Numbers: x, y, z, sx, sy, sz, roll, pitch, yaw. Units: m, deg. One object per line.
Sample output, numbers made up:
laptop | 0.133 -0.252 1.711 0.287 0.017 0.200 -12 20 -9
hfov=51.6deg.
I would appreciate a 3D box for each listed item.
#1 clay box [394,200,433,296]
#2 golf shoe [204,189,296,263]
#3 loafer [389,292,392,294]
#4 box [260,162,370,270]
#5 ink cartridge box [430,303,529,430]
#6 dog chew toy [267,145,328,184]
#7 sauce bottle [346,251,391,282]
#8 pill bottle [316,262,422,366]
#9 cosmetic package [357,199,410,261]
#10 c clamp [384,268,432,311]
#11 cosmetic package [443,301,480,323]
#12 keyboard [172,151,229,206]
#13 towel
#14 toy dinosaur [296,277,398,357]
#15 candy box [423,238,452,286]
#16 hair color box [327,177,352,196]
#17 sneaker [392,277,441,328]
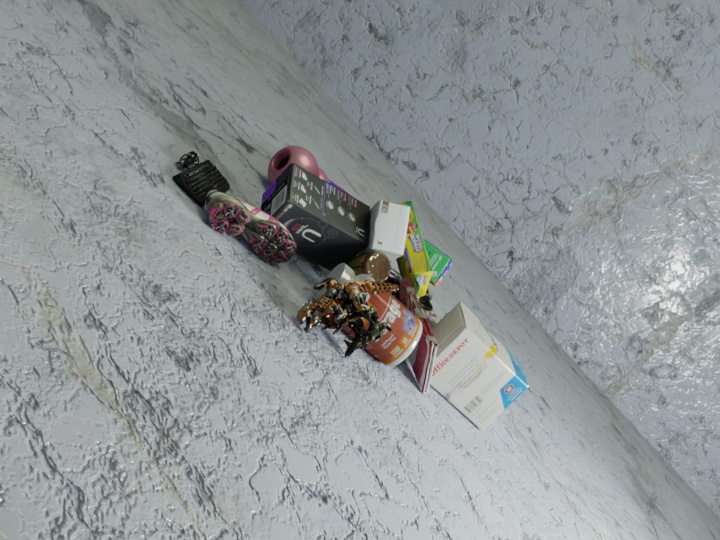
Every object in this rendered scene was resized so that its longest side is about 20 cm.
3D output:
clay box | 0.109 -0.032 1.606 0.116 0.047 0.204 100 -23 -62
golf shoe | -0.196 -0.086 1.356 0.199 0.073 0.093 34 17 -37
loafer | 0.040 0.075 1.581 0.073 0.071 0.201 25 25 -52
box | -0.091 -0.101 1.486 0.198 0.122 0.108 26 46 -28
ink cartridge box | 0.239 0.207 1.631 0.200 0.147 0.145 42 15 -13
dog chew toy | -0.132 -0.205 1.774 0.200 0.124 0.125 43 12 -45
sauce bottle | 0.000 0.000 1.532 0.066 0.066 0.199 41 -15 -14
pill bottle | 0.015 0.081 1.417 0.199 0.112 0.113 40 15 -17
cosmetic package | 0.043 -0.073 1.549 0.072 0.104 0.200 11 -7 -11
c clamp | 0.097 0.029 1.708 0.198 0.027 0.172 32 18 -27
cosmetic package | 0.241 0.173 1.803 0.081 0.113 0.201 41 17 -14
keyboard | -0.297 -0.185 1.405 0.104 0.040 0.200 44 14 -9
towel | 0.109 0.132 1.530 0.022 0.146 0.202 -6 42 -14
toy dinosaur | -0.013 0.067 1.305 0.138 0.197 0.102 62 -10 8
candy box | 0.121 -0.048 1.779 0.198 0.078 0.169 34 0 8
hair color box | -0.096 -0.211 1.939 0.199 0.065 0.109 29 7 -44
sneaker | 0.099 0.095 1.704 0.199 0.078 0.139 41 14 19
